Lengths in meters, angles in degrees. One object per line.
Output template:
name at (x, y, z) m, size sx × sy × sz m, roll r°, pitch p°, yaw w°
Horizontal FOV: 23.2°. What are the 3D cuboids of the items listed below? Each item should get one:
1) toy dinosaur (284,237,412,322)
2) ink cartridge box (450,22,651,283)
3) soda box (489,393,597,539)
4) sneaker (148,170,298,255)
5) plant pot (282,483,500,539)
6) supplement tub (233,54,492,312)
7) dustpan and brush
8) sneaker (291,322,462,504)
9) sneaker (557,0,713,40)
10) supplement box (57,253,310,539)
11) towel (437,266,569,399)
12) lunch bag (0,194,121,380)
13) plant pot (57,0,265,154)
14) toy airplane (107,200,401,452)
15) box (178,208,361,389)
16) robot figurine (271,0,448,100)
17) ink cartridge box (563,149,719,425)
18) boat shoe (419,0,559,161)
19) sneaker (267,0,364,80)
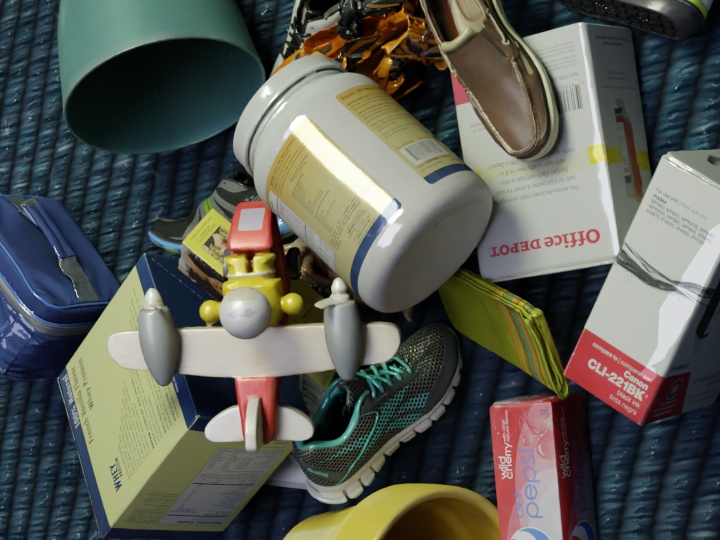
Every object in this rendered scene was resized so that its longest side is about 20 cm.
toy dinosaur at (0.000, 0.000, 1.624) m, size 0.200 × 0.086 × 0.136 m, roll 39°, pitch 145°, yaw 32°
ink cartridge box at (0.168, -0.099, 1.510) m, size 0.144 × 0.083 × 0.202 m, roll -9°, pitch 87°, yaw 38°
soda box at (0.165, 0.212, 1.546) m, size 0.070 × 0.063 × 0.202 m, roll -5°, pitch 90°, yaw 37°
sneaker at (-0.128, -0.055, 1.757) m, size 0.199 × 0.071 × 0.083 m, roll -12°, pitch 72°, yaw 36°
plant pot at (0.020, 0.293, 1.593) m, size 0.188 × 0.200 × 0.203 m, roll -6°, pitch 90°, yaw 53°
supplement tub at (-0.001, -0.077, 1.498) m, size 0.200 × 0.144 × 0.145 m, roll 44°, pitch 117°, yaw 24°
dustpan and brush at (-0.062, 0.109, 1.710) m, size 0.139 × 0.057 × 0.202 m, roll -1°, pitch 77°, yaw 43°
sneaker at (0.014, 0.119, 1.594) m, size 0.077 × 0.091 × 0.200 m, roll 30°, pitch 74°, yaw 40°
sneaker at (0.224, -0.258, 1.483) m, size 0.199 × 0.072 × 0.083 m, roll 27°, pitch 83°, yaw 33°
supplement box at (-0.177, 0.128, 1.714) m, size 0.200 × 0.134 × 0.201 m, roll -51°, pitch 46°, yaw 34°
towel at (0.115, 0.046, 1.524) m, size 0.200 × 0.018 × 0.087 m, roll 32°, pitch 147°, yaw 61°
lunch bag at (-0.354, 0.004, 1.882) m, size 0.200 × 0.135 × 0.133 m, roll 51°, pitch 120°, yaw 25°
plant pot at (-0.207, -0.236, 1.727) m, size 0.200 × 0.200 × 0.162 m, roll -34°, pitch 59°, yaw 34°
toy airplane at (-0.095, 0.060, 1.525) m, size 0.200 × 0.141 × 0.199 m, roll -45°, pitch 77°, yaw -5°
box at (-0.081, 0.031, 1.650) m, size 0.200 × 0.050 × 0.075 m, roll 38°, pitch 159°, yaw 6°
robot figurine at (0.017, -0.195, 1.588) m, size 0.199 × 0.144 × 0.059 m, roll -28°, pitch 63°, yaw 45°
ink cartridge box at (0.265, 0.011, 1.405) m, size 0.083 × 0.144 × 0.201 m, roll 32°, pitch 112°, yaw 29°
boat shoe at (0.096, -0.182, 1.462) m, size 0.075 × 0.075 × 0.203 m, roll -37°, pitch 69°, yaw 34°
sneaker at (-0.047, -0.225, 1.670) m, size 0.074 × 0.080 × 0.201 m, roll 44°, pitch 119°, yaw 25°
